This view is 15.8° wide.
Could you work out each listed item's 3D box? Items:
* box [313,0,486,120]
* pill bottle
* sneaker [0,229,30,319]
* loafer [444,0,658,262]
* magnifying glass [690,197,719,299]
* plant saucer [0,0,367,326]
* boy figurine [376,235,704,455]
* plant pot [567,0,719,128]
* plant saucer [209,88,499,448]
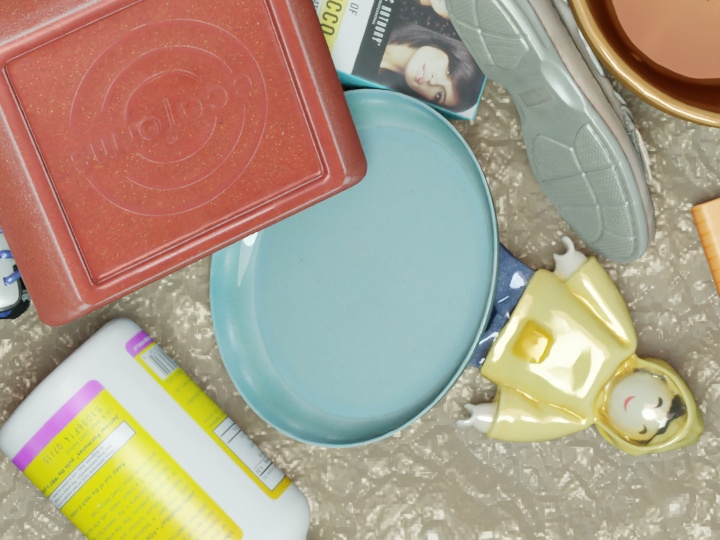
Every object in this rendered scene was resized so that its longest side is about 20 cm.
[{"bbox_3d":[-0.019,-0.151,1.441,0.200,0.049,0.082,18,88,-27],"label":"box"},{"bbox_3d":[-0.100,0.129,1.444,0.104,0.104,0.200,-44,89,-2],"label":"pill bottle"},{"bbox_3d":[-0.212,-0.037,1.465,0.115,0.081,0.199,43,95,-3],"label":"sneaker"},{"bbox_3d":[0.121,-0.099,1.458,0.063,0.072,0.200,-46,116,-31],"label":"loafer"},{"bbox_3d":[0.233,0.055,1.495,0.080,0.022,0.200,-18,88,-2],"label":"magnifying glass"},{"bbox_3d":[-0.103,-0.083,1.348,0.200,0.037,0.200,-26,123,-11],"label":"plant saucer"},{"bbox_3d":[0.103,0.047,1.472,0.200,0.064,0.124,36,88,4],"label":"boy figurine"},{"bbox_3d":[0.205,-0.172,1.442,0.200,0.140,0.200,0,88,-1],"label":"plant pot"},{"bbox_3d":[0.000,0.000,1.440,0.200,0.027,0.200,-9,76,37],"label":"plant saucer"}]
